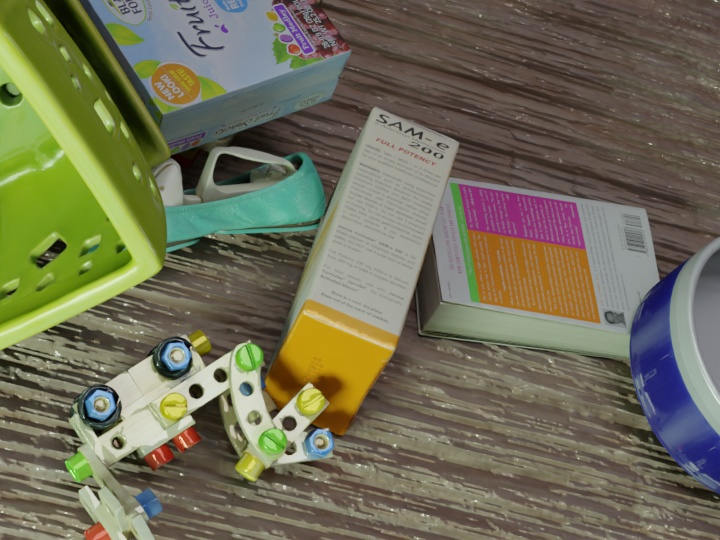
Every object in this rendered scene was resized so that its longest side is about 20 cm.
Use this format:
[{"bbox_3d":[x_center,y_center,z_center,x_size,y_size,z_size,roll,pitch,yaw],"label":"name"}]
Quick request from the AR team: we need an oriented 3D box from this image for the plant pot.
[{"bbox_3d":[-0.245,-0.082,1.254,0.199,0.199,0.182,59,19,-26],"label":"plant pot"}]

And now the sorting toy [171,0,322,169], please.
[{"bbox_3d":[-0.158,-0.191,1.489,0.199,0.070,0.199,29,52,0],"label":"sorting toy"}]

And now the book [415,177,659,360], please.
[{"bbox_3d":[0.140,-0.005,1.496,0.199,0.048,0.134,9,54,-18],"label":"book"}]

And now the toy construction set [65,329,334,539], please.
[{"bbox_3d":[-0.120,0.116,1.286,0.200,0.092,0.131,-32,89,-34],"label":"toy construction set"}]

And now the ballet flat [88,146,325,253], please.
[{"bbox_3d":[-0.120,-0.054,1.400,0.199,0.067,0.071,-11,105,-25],"label":"ballet flat"}]

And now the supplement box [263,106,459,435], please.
[{"bbox_3d":[0.000,0.000,1.384,0.073,0.126,0.201,22,53,-5],"label":"supplement box"}]

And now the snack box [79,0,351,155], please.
[{"bbox_3d":[-0.131,-0.194,1.413,0.168,0.068,0.200,-21,65,-30],"label":"snack box"}]

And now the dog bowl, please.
[{"bbox_3d":[0.306,0.074,1.460,0.199,0.079,0.201,15,58,-25],"label":"dog bowl"}]
